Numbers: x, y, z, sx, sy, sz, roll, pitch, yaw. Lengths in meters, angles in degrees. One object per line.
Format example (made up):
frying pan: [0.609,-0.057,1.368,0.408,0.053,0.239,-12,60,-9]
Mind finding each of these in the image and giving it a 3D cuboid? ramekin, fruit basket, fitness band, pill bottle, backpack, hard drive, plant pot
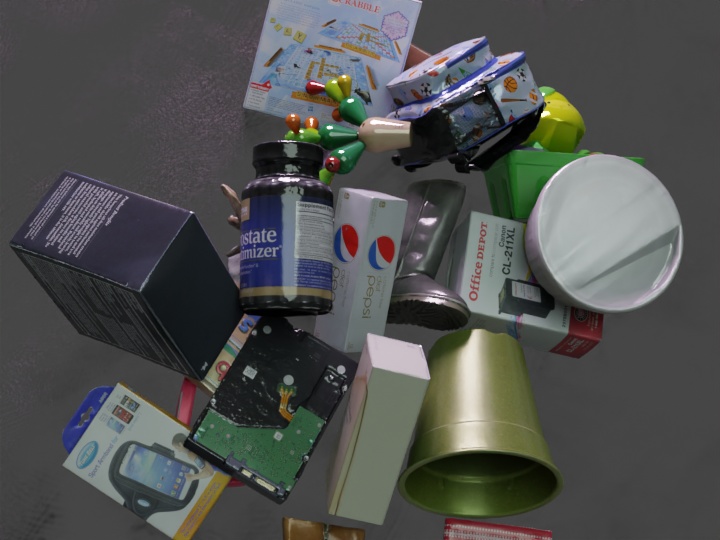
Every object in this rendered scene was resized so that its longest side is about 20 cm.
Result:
ramekin: [0.303,-0.039,1.675,0.202,0.094,0.203,2,79,-12]
fruit basket: [0.272,-0.161,1.799,0.215,0.155,0.216,1,88,-12]
fitness band: [-0.155,0.169,1.629,0.143,0.037,0.200,14,68,-10]
pill bottle: [-0.088,-0.048,1.560,0.112,0.112,0.200,2,82,-12]
backpack: [0.138,-0.221,1.724,0.190,0.200,0.154,-23,104,-21]
hard drive: [-0.104,0.161,1.571,0.140,0.038,0.200,31,60,-3]
plant pot: [0.146,0.182,1.626,0.200,0.200,0.190,8,55,-10]

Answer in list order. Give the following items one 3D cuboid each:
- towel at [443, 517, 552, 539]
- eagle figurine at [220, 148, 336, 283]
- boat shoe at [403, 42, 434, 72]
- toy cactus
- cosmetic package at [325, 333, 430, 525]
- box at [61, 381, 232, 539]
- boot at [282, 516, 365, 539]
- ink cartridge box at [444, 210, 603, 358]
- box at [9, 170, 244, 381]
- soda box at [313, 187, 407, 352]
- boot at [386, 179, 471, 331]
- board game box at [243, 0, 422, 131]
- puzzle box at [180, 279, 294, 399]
towel: [0.166,0.414,1.618,0.144,0.022,0.200,9,66,-8]
eagle figurine: [-0.073,-0.061,1.701,0.200,0.151,0.152,-29,122,-50]
boat shoe: [0.022,-0.306,1.825,0.200,0.072,0.076,16,67,-7]
toy cactus: [-0.017,-0.181,1.671,0.165,0.102,0.200,0,39,9]
cosmetic package: [0.018,0.190,1.567,0.073,0.104,0.200,13,108,-8]
box: [-0.257,0.223,1.558,0.200,0.041,0.119,34,86,-3]
boot: [-0.086,0.389,1.543,0.188,0.068,0.200,6,68,-10]
ink cartridge box: [0.219,0.020,1.743,0.200,0.083,0.146,13,69,-9]
box: [-0.265,0.007,1.535,0.198,0.200,0.123,19,63,27]
soda box: [0.000,0.000,1.650,0.064,0.068,0.200,2,102,-41]
boot: [0.098,-0.025,1.703,0.182,0.073,0.200,8,57,39]
board game box: [-0.039,-0.293,1.768,0.200,0.041,0.200,15,102,-8]
puzzle box: [-0.126,0.122,1.621,0.200,0.025,0.133,39,65,0]
